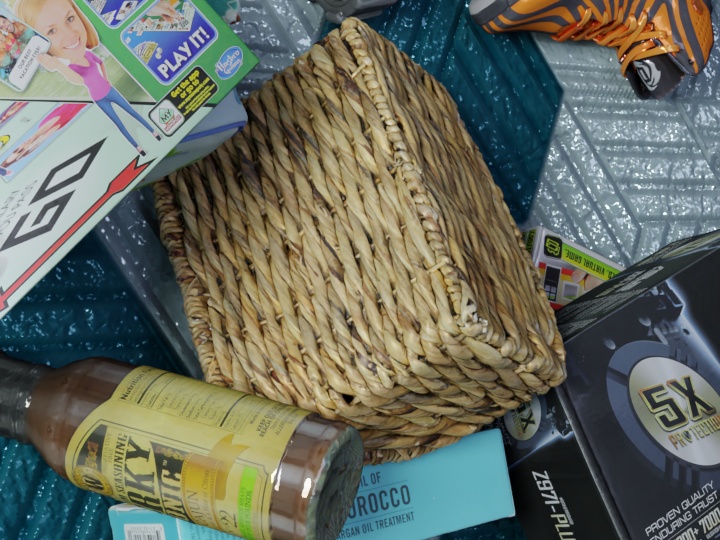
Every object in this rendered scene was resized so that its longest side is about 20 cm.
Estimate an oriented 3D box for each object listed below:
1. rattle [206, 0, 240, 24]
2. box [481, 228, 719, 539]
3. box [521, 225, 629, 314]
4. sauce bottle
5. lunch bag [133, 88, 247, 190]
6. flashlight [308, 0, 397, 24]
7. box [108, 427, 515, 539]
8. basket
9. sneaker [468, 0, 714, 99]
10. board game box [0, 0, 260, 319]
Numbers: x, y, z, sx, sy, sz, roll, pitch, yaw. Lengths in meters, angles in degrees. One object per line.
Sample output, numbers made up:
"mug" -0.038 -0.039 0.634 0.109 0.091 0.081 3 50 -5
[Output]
"rattle" -0.154 -0.199 0.799 0.142 0.130 0.201 -26 122 -23
"box" 0.179 0.085 0.904 0.199 0.086 0.165 -26 95 -33
"box" 0.167 0.061 0.973 0.199 0.035 0.111 24 69 -27
"sauce bottle" -0.099 0.077 0.718 0.065 0.199 0.065 12 90 -70
"lunch bag" -0.161 -0.060 0.710 0.199 0.160 0.083 -23 93 -33
"flashlight" 0.057 -0.202 0.931 0.199 0.068 0.068 -21 81 -32
"box" -0.023 0.126 0.811 0.199 0.082 0.049 -9 87 -33
"basket" 0.000 0.000 0.815 0.143 0.149 0.201 28 35 -55
"sneaker" 0.162 -0.158 0.986 0.199 0.077 0.113 -25 93 -34
"board game box" -0.149 -0.068 0.611 0.135 0.029 0.200 47 61 -11
